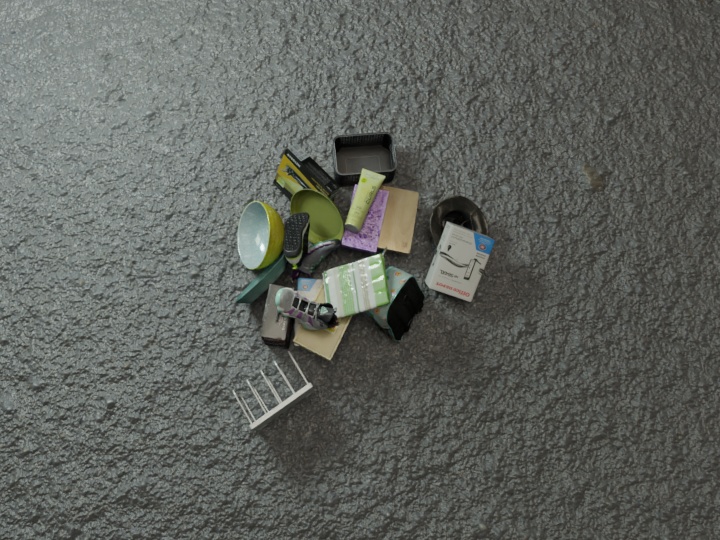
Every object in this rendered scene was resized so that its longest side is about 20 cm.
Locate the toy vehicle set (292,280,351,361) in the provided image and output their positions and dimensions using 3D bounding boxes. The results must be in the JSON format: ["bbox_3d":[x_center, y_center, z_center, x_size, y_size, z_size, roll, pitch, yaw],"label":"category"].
[{"bbox_3d":[-0.098,0.145,1.667,0.123,0.027,0.202,27,75,2],"label":"toy vehicle set"}]

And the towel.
[{"bbox_3d":[-0.013,0.050,1.617,0.197,0.031,0.152,-16,71,24],"label":"towel"}]

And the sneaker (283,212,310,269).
[{"bbox_3d":[-0.188,-0.086,1.688,0.070,0.084,0.202,-2,45,12],"label":"sneaker"}]

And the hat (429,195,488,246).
[{"bbox_3d":[0.302,-0.134,1.807,0.196,0.081,0.205,0,91,-10],"label":"hat"}]

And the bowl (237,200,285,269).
[{"bbox_3d":[-0.280,-0.103,1.730,0.106,0.199,0.204,3,72,-39],"label":"bowl"}]

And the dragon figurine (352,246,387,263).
[{"bbox_3d":[0.000,0.000,1.712,0.099,0.059,0.202,34,113,18],"label":"dragon figurine"}]

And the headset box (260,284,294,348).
[{"bbox_3d":[-0.233,0.134,1.641,0.073,0.200,0.152,9,74,-1],"label":"headset box"}]

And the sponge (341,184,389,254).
[{"bbox_3d":[0.015,-0.158,1.749,0.109,0.030,0.204,13,76,0],"label":"sponge"}]

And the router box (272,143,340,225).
[{"bbox_3d":[-0.169,-0.265,1.769,0.200,0.158,0.052,44,49,9],"label":"router box"}]

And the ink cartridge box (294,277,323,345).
[{"bbox_3d":[-0.138,0.131,1.716,0.113,0.067,0.204,4,75,-4],"label":"ink cartridge box"}]

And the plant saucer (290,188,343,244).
[{"bbox_3d":[-0.127,-0.163,1.742,0.199,0.201,0.031,38,49,7],"label":"plant saucer"}]

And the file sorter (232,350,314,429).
[{"bbox_3d":[-0.246,0.341,1.621,0.198,0.139,0.125,-34,77,-11],"label":"file sorter"}]

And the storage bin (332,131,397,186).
[{"bbox_3d":[0.011,-0.357,1.840,0.196,0.094,0.138,-5,76,-6],"label":"storage bin"}]

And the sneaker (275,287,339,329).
[{"bbox_3d":[-0.127,0.103,1.542,0.138,0.199,0.079,-1,66,34],"label":"sneaker"}]

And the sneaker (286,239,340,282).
[{"bbox_3d":[-0.137,-0.030,1.739,0.197,0.074,0.089,-20,87,24],"label":"sneaker"}]

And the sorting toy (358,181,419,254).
[{"bbox_3d":[0.071,-0.158,1.804,0.195,0.070,0.204,11,75,-1],"label":"sorting toy"}]

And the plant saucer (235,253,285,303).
[{"bbox_3d":[-0.283,0.032,1.674,0.200,0.200,0.036,-45,100,-13],"label":"plant saucer"}]

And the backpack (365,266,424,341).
[{"bbox_3d":[0.091,0.084,1.676,0.152,0.201,0.177,33,76,23],"label":"backpack"}]

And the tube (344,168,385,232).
[{"bbox_3d":[0.007,-0.214,1.726,0.058,0.051,0.203,35,66,-33],"label":"tube"}]

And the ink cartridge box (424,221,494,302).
[{"bbox_3d":[0.298,-0.025,1.728,0.143,0.084,0.203,17,101,-7],"label":"ink cartridge box"}]
